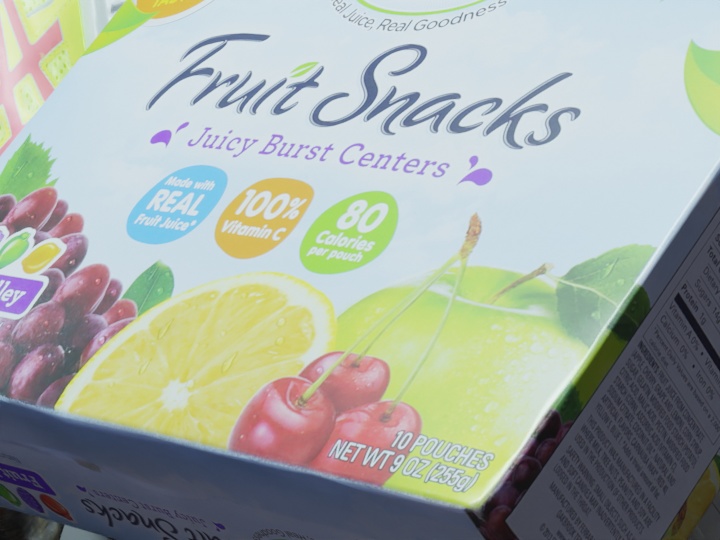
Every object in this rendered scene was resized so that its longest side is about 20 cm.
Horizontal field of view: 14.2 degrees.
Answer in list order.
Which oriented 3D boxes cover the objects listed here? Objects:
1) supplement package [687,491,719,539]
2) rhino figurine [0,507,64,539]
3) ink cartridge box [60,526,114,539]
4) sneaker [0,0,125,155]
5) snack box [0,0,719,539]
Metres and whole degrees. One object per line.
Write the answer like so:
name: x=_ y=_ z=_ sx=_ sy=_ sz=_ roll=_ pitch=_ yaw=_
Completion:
supplement package: x=0.068 y=0.053 z=0.677 sx=0.121 sy=0.200 sz=0.120 roll=-6 pitch=44 yaw=36
rhino figurine: x=-0.167 y=0.030 z=0.819 sx=0.060 sy=0.088 sz=0.200 roll=-47 pitch=37 yaw=-16
ink cartridge box: x=-0.150 y=0.114 z=0.912 sx=0.199 sy=0.146 sz=0.145 roll=-26 pitch=36 yaw=12
sneaker: x=-0.097 y=-0.030 z=0.878 sx=0.090 sy=0.078 sz=0.201 roll=-10 pitch=55 yaw=4
snack box: x=0.003 y=-0.007 z=0.581 sx=0.199 sy=0.053 sz=0.142 roll=9 pitch=53 yaw=47
